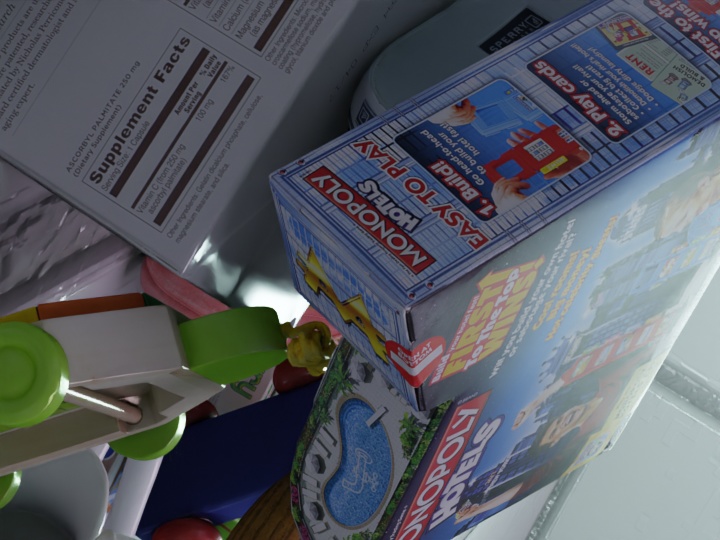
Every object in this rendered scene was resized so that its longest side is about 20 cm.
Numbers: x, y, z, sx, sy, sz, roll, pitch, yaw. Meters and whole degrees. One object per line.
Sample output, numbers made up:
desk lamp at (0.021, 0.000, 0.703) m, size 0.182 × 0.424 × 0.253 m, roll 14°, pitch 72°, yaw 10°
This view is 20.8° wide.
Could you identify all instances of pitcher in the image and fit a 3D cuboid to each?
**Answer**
pitcher at (-0.135, 0.148, 0.872) m, size 0.172 × 0.121 × 0.201 m, roll -43°, pitch 150°, yaw -35°

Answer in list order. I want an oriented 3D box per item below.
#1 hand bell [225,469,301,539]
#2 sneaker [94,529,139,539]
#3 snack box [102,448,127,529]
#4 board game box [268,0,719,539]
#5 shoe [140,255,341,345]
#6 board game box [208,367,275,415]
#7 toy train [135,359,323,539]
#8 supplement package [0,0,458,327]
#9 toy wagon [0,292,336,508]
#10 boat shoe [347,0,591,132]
hand bell at (-0.001, 0.060, 0.764) m, size 0.200 × 0.104 × 0.104 m, roll -52°, pitch 166°, yaw -16°
sneaker at (-0.140, 0.180, 0.750) m, size 0.200 × 0.075 × 0.088 m, roll -49°, pitch 128°, yaw -4°
snack box at (-0.105, 0.061, 0.983) m, size 0.201 × 0.024 × 0.072 m, roll -62°, pitch 168°, yaw 14°
board game box at (0.042, 0.004, 0.624) m, size 0.199 × 0.062 × 0.201 m, roll -20°, pitch 145°, yaw -44°
shoe at (0.000, 0.000, 0.888) m, size 0.091 × 0.199 × 0.072 m, roll 113°, pitch -12°, yaw -48°
board game box at (-0.051, 0.039, 1.035) m, size 0.201 × 0.034 × 0.126 m, roll -62°, pitch 178°, yaw 27°
toy train at (-0.001, 0.097, 0.941) m, size 0.116 × 0.199 × 0.085 m, roll 46°, pitch 31°, yaw -48°
supplement package at (-0.033, -0.097, 0.701) m, size 0.201 × 0.111 × 0.156 m, roll -57°, pitch 166°, yaw -3°
toy wagon at (-0.105, 0.044, 0.673) m, size 0.199 × 0.040 × 0.155 m, roll -19°, pitch 168°, yaw 6°
boat shoe at (0.055, -0.061, 0.724) m, size 0.200 × 0.071 × 0.091 m, roll -34°, pitch 154°, yaw -42°
